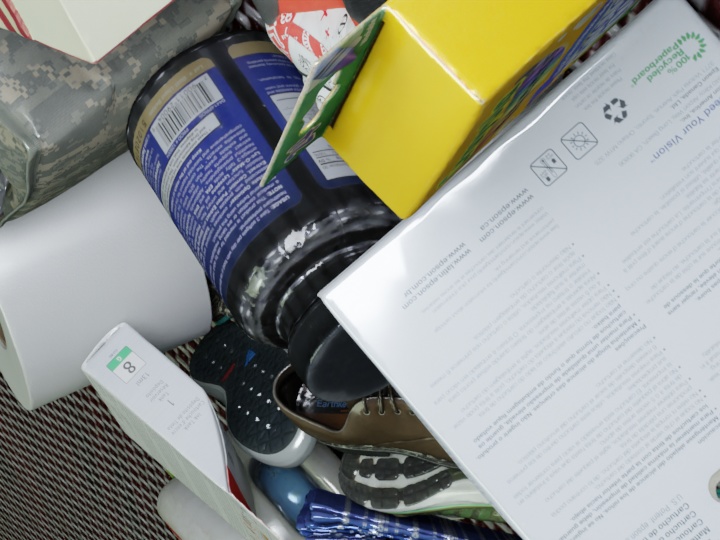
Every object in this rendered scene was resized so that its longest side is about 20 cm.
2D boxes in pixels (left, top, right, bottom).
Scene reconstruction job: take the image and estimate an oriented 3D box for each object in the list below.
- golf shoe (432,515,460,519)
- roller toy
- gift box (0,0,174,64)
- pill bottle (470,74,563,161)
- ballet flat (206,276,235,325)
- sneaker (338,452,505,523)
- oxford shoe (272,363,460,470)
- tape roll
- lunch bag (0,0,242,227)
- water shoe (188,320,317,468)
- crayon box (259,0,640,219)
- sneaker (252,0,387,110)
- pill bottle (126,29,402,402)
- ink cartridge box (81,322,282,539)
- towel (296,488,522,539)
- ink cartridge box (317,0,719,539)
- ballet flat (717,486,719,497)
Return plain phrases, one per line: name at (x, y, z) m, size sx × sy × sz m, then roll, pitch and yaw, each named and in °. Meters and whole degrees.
golf shoe at (0.035, 0.087, 1.392) m, size 0.091 × 0.075 × 0.200 m, roll 7°, pitch 140°, yaw 39°
roller toy at (-0.051, 0.201, 1.655) m, size 0.200 × 0.140 × 0.182 m, roll 54°, pitch 170°, yaw -27°
gift box at (-0.154, -0.221, 1.016) m, size 0.184 × 0.200 × 0.187 m, roll 19°, pitch 144°, yaw 44°
pill bottle at (0.112, -0.007, 0.977) m, size 0.200 × 0.112 × 0.112 m, roll 48°, pitch 160°, yaw 0°
ballet flat at (-0.079, -0.001, 1.456) m, size 0.075 × 0.068 × 0.200 m, roll 61°, pitch 161°, yaw -10°
sneaker at (0.076, 0.132, 1.317) m, size 0.200 × 0.077 × 0.089 m, roll 0°, pitch 149°, yaw 37°
oxford shoe at (0.033, 0.076, 1.258) m, size 0.200 × 0.073 × 0.084 m, roll -9°, pitch 159°, yaw 34°
tape roll at (-0.205, -0.022, 1.484) m, size 0.203 × 0.139 × 0.203 m, roll 59°, pitch 164°, yaw 28°
lunch bag at (-0.173, -0.117, 1.279) m, size 0.118 × 0.164 × 0.200 m, roll 48°, pitch 159°, yaw 6°
water shoe at (-0.053, 0.091, 1.492) m, size 0.079 × 0.072 × 0.200 m, roll 36°, pitch -177°, yaw -27°
crayon box at (0.058, -0.097, 0.795) m, size 0.052 × 0.200 × 0.126 m, roll 46°, pitch 160°, yaw 5°
sneaker at (0.025, -0.101, 1.050) m, size 0.201 × 0.067 × 0.108 m, roll 21°, pitch 147°, yaw 58°
pill bottle at (-0.039, -0.029, 1.179) m, size 0.200 × 0.112 × 0.112 m, roll 56°, pitch 167°, yaw 31°
ink cartridge box at (-0.088, 0.132, 1.428) m, size 0.200 × 0.050 × 0.161 m, roll 37°, pitch 167°, yaw 16°
towel at (0.058, 0.173, 1.350) m, size 0.200 × 0.024 × 0.145 m, roll 13°, pitch 179°, yaw 0°
ink cartridge box at (0.120, 0.021, 0.900) m, size 0.200 × 0.200 × 0.041 m, roll 50°, pitch -175°, yaw 0°
ballet flat at (0.246, 0.146, 1.085) m, size 0.065 × 0.071 × 0.200 m, roll 27°, pitch 174°, yaw -28°
